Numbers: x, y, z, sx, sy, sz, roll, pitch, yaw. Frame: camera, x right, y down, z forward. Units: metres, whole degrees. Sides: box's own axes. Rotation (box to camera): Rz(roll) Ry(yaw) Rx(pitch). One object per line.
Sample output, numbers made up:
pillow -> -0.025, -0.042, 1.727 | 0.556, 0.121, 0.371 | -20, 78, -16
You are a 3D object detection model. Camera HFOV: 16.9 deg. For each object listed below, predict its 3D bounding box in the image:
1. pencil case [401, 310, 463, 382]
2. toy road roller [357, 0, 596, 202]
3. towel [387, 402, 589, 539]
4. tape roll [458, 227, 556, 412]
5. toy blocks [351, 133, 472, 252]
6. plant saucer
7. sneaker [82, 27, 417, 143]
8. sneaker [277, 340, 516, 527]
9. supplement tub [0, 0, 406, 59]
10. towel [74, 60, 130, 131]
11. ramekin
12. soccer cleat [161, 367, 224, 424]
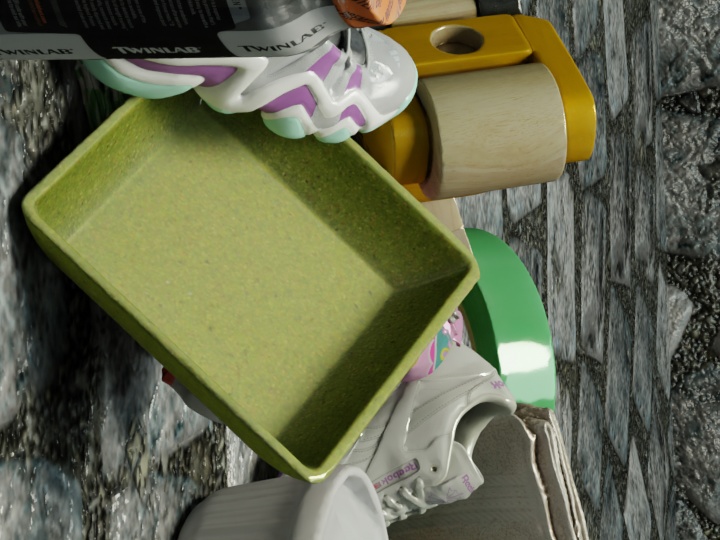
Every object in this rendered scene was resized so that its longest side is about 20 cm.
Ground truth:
pencil case -> 0.000, 0.000, 1.450 | 0.200, 0.087, 0.088 | 52, 39, -59
toy road roller -> 0.053, -0.088, 1.466 | 0.200, 0.122, 0.146 | -115, -159, -50
towel -> 0.061, 0.159, 1.611 | 0.034, 0.199, 0.133 | -22, 98, -48
tape roll -> 0.062, 0.071, 1.685 | 0.200, 0.048, 0.201 | 9, -80, 59
toy blocks -> 0.007, -0.067, 1.617 | 0.201, 0.100, 0.137 | 70, -17, -7
plant saucer -> -0.059, -0.005, 1.242 | 0.200, 0.048, 0.200 | 43, 45, -3
sneaker -> -0.030, -0.136, 1.219 | 0.199, 0.140, 0.078 | 4, 55, -34
sneaker -> 0.016, 0.128, 1.528 | 0.200, 0.100, 0.075 | -50, 154, -5
supplement tub -> -0.082, -0.156, 1.082 | 0.122, 0.199, 0.123 | 1, 90, -72
towel -> -0.107, -0.069, 1.339 | 0.153, 0.023, 0.201 | -72, 156, -52
ramekin -> -0.047, 0.213, 1.411 | 0.202, 0.094, 0.203 | -1, 90, -75
soccer cleat -> -0.053, -0.003, 1.331 | 0.069, 0.077, 0.201 | -37, -145, 53
